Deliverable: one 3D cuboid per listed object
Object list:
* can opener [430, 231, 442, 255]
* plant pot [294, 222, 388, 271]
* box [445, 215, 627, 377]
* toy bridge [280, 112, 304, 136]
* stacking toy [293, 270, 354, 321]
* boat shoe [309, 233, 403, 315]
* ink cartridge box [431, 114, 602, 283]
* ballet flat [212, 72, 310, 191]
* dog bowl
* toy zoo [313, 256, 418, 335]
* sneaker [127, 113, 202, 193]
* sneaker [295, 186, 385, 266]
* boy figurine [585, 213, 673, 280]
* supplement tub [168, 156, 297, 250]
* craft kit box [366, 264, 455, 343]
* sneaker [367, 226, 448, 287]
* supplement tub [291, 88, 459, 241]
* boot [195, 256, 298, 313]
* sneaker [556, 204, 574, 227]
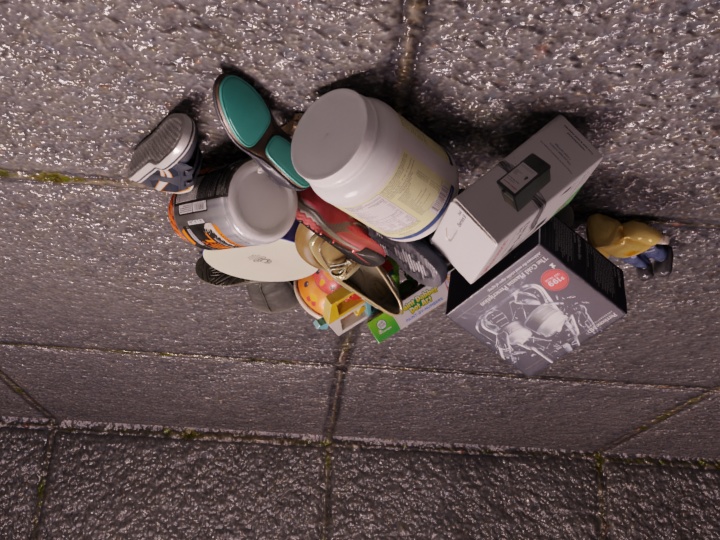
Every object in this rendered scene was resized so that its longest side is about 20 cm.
[{"bbox_3d":[0.125,-0.046,1.418,0.063,0.079,0.200,-49,160,12],"label":"can opener"},{"bbox_3d":[-0.003,-0.058,1.384,0.199,0.028,0.201,-16,144,-11],"label":"plant pot"},{"bbox_3d":[0.261,0.033,1.324,0.182,0.104,0.200,35,128,-18],"label":"box"},{"bbox_3d":[-0.106,-0.162,1.247,0.067,0.027,0.200,10,158,-11],"label":"toy bridge"},{"bbox_3d":[-0.026,-0.016,1.523,0.145,0.147,0.200,9,139,-15],"label":"stacking toy"},{"bbox_3d":[-0.001,0.002,1.359,0.073,0.063,0.201,-42,131,1],"label":"boat shoe"},{"bbox_3d":[0.202,-0.090,1.162,0.200,0.084,0.146,-38,168,-18],"label":"ink cartridge box"},{"bbox_3d":[-0.136,-0.175,1.145,0.073,0.073,0.200,-12,137,34],"label":"ballet flat"},{"bbox_3d":[-0.160,-0.052,1.462,0.199,0.079,0.200,3,159,1],"label":"dog bowl"},{"bbox_3d":[0.010,0.043,1.482,0.199,0.020,0.131,-31,155,-11],"label":"toy zoo"},{"bbox_3d":[-0.250,-0.158,1.211,0.079,0.079,0.200,21,164,-28],"label":"sneaker"},{"bbox_3d":[-0.028,-0.079,1.245,0.200,0.087,0.074,36,-179,37],"label":"sneaker"},{"bbox_3d":[0.437,-0.042,1.438,0.124,0.065,0.199,-13,156,42],"label":"boy figurine"},{"bbox_3d":[-0.191,-0.092,1.278,0.122,0.123,0.200,19,166,-35],"label":"supplement tub"},{"bbox_3d":[0.104,0.050,1.520,0.197,0.049,0.200,-35,179,1],"label":"craft kit box"},{"bbox_3d":[0.078,-0.048,1.261,0.082,0.200,0.070,-29,130,-18],"label":"sneaker"},{"bbox_3d":[0.021,-0.134,1.141,0.144,0.146,0.200,-13,153,35],"label":"supplement tub"},{"bbox_3d":[-0.213,0.025,1.701,0.181,0.073,0.200,4,165,1],"label":"boot"},{"bbox_3d":[0.227,-0.086,1.364,0.199,0.071,0.080,1,174,10],"label":"sneaker"}]
